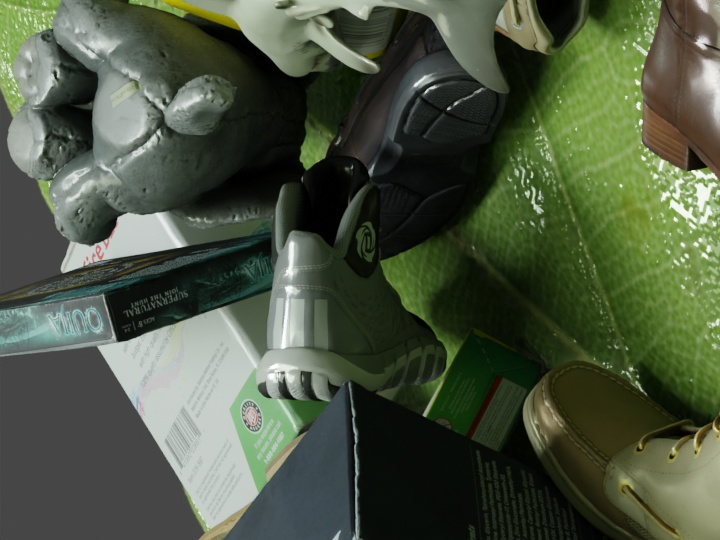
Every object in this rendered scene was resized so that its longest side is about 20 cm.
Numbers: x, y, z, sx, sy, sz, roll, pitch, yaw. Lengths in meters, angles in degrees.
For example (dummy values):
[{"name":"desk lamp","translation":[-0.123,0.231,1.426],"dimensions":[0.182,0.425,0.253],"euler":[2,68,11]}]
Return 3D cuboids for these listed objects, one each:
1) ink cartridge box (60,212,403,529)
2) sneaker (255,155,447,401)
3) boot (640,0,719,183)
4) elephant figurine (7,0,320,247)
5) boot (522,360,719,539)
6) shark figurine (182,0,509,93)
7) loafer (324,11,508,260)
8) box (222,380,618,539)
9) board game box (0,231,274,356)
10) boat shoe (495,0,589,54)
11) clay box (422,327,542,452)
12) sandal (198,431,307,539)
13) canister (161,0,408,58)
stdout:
[{"name":"ink cartridge box","translation":[-0.078,0.032,1.601],"dimensions":[0.200,0.087,0.145],"euler":[54,145,18]},{"name":"sneaker","translation":[0.000,0.000,1.400],"dimensions":[0.075,0.200,0.116],"euler":[1,94,12]},{"name":"boot","translation":[0.176,-0.125,1.153],"dimensions":[0.186,0.064,0.201],"euler":[27,126,47]},{"name":"elephant figurine","translation":[-0.072,-0.084,1.455],"dimensions":[0.142,0.199,0.155],"euler":[-55,54,29]},{"name":"boot","translation":[0.164,0.075,1.276],"dimensions":[0.200,0.073,0.156],"euler":[45,142,29]},{"name":"shark figurine","translation":[-0.007,-0.144,1.262],"dimensions":[0.214,0.128,0.090],"euler":[1,67,61]},{"name":"loafer","translation":[0.025,-0.072,1.413],"dimensions":[0.200,0.071,0.063],"euler":[124,146,-57]},{"name":"box","translation":[0.026,0.192,1.336],"dimensions":[0.200,0.196,0.124],"euler":[-52,24,29]},{"name":"board game box","translation":[-0.133,0.015,1.476],"dimensions":[0.200,0.135,0.028],"euler":[-8,99,52]},{"name":"boat shoe","translation":[0.091,-0.179,1.239],"dimensions":[0.068,0.075,0.200],"euler":[47,152,22]},{"name":"clay box","translation":[0.029,0.135,1.475],"dimensions":[0.047,0.115,0.200],"euler":[26,140,4]},{"name":"sandal","translation":[-0.041,0.167,1.555],"dimensions":[0.212,0.077,0.070],"euler":[124,143,-50]},{"name":"canister","translation":[-0.027,-0.207,1.337],"dimensions":[0.148,0.087,0.201],"euler":[18,137,2]}]
